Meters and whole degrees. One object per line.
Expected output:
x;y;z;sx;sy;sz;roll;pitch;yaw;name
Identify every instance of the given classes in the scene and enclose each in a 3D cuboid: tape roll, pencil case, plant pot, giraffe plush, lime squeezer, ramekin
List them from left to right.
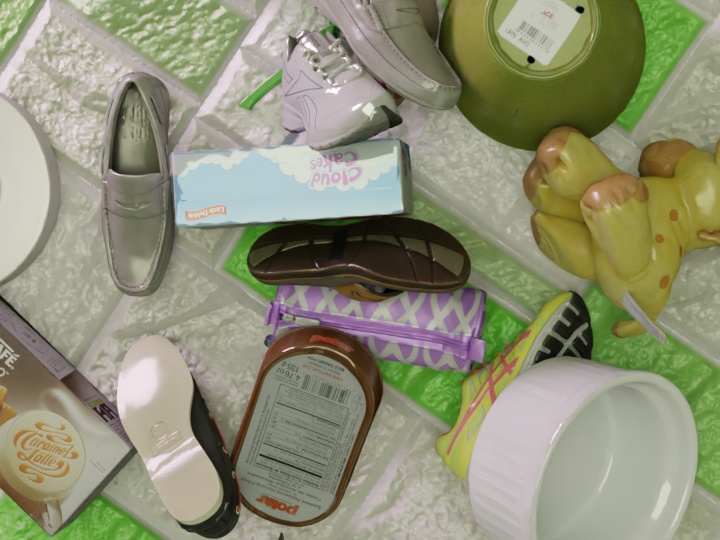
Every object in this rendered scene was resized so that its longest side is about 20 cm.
-0.379;-0.076;1.563;0.201;0.037;0.204;0;93;6;tape roll
-0.044;-0.232;1.529;0.070;0.038;0.201;23;96;37;lime squeezer
0.015;0.040;1.501;0.199;0.086;0.084;7;101;5;pencil case
0.153;-0.197;1.420;0.186;0.200;0.188;0;93;6;plant pot
0.185;0.170;1.438;0.098;0.200;0.202;20;96;49;ramekin
0.258;-0.054;1.450;0.162;0.173;0.200;-33;75;-15;giraffe plush

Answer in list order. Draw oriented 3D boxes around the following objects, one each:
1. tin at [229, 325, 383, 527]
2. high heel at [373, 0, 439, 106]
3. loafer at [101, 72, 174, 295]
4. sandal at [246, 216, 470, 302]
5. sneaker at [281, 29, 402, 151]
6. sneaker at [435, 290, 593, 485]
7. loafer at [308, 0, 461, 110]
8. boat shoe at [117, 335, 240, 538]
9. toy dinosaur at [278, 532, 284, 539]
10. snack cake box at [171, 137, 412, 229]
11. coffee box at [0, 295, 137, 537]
-0.051;0.141;1.497;0.111;0.042;0.201;22;119;4;tin
0.023;-0.247;1.513;0.096;0.067;0.201;19;95;28;high heel
-0.204;-0.077;1.519;0.069;0.070;0.201;-1;92;6;loafer
0.000;0.000;1.457;0.199;0.082;0.055;-2;133;15;sandal
-0.028;-0.154;1.424;0.074;0.200;0.088;-19;109;-19;sneaker
0.131;0.099;1.499;0.090;0.078;0.201;22;75;43;sneaker
0.020;-0.216;1.435;0.200;0.070;0.070;49;122;22;loafer
-0.163;0.149;1.509;0.073;0.063;0.202;-28;56;3;boat shoe
-0.050;0.335;1.536;0.102;0.077;0.201;-4;87;-6;toy dinosaur
-0.057;-0.075;1.489;0.199;0.115;0.068;-4;89;6;snack cake box
-0.307;0.128;1.540;0.200;0.080;0.114;44;96;2;coffee box
